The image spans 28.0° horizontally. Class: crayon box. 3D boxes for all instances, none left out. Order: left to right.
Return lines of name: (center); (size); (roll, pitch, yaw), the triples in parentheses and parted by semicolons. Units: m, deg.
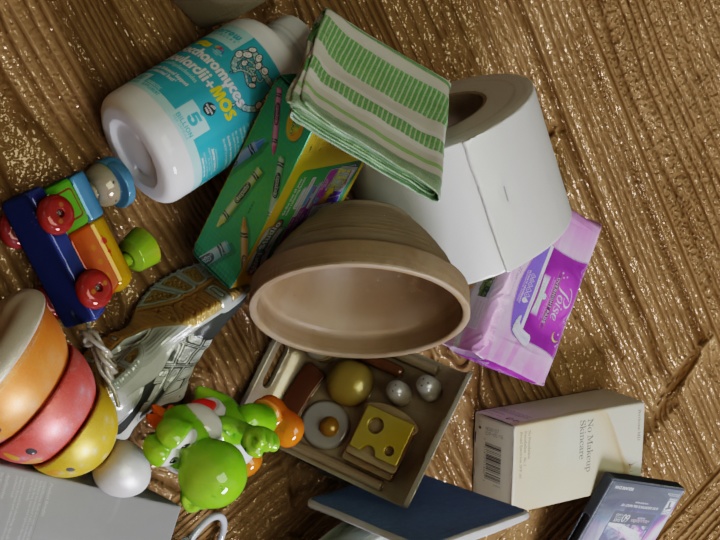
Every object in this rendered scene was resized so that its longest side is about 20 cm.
crayon box: (-0.061, -0.084, 1.315); (0.118, 0.058, 0.201); (-16, 142, -53)

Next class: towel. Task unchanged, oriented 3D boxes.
towel: (0.012, -0.150, 1.257); (0.152, 0.201, 0.023); (30, 121, -12)

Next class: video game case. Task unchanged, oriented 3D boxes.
video game case: (0.285, 0.327, 1.683); (0.142, 0.019, 0.201); (14, 108, -42)

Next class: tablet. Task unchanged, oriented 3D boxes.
tablet: (0.052, 0.229, 1.384); (0.129, 0.199, 0.014); (-12, 102, -33)

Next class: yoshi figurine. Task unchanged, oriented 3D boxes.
yoshi figurine: (-0.121, 0.169, 1.301); (0.200, 0.111, 0.113); (5, 92, -68)

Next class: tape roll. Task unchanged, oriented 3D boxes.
tape roll: (0.093, -0.090, 1.417); (0.202, 0.202, 0.140); (-32, 114, -27)

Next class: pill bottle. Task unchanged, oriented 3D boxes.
pill bottle: (-0.127, -0.155, 1.304); (0.200, 0.110, 0.111); (-37, 117, -26)

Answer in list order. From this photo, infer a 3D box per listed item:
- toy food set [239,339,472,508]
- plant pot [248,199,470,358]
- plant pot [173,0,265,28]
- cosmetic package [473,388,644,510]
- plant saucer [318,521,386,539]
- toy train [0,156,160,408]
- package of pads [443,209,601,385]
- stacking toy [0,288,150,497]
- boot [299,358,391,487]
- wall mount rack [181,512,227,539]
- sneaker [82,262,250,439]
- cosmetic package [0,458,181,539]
toy food set: (-0.008, 0.125, 1.397); (0.144, 0.199, 0.060); (-63, 158, -10)
plant pot: (0.000, 0.000, 1.312); (0.200, 0.200, 0.093); (23, 55, -36)
plant pot: (-0.102, -0.348, 1.251); (0.200, 0.177, 0.201); (45, 73, -32)
cosmetic package: (0.225, 0.202, 1.636); (0.199, 0.073, 0.104); (-7, 102, -34)
plant saucer: (-0.010, 0.292, 1.454); (0.199, 0.050, 0.200); (-33, 157, -16)
toy train: (-0.221, 0.006, 1.270); (0.116, 0.084, 0.201); (-36, 105, -41)
package of pads: (0.177, 0.014, 1.569); (0.120, 0.075, 0.201); (25, 83, -34)
stacking toy: (-0.253, 0.125, 1.218); (0.200, 0.146, 0.147); (41, 74, -22)
boot: (0.022, 0.140, 1.496); (0.131, 0.068, 0.201); (39, 80, -40)
wall mount rack: (-0.158, 0.342, 1.388); (0.201, 0.074, 0.174); (-55, 151, -14)
sneaker: (-0.179, 0.073, 1.339); (0.200, 0.075, 0.088); (-40, 136, -23)
cosmetic package: (-0.270, 0.229, 1.279); (0.199, 0.090, 0.108); (24, 83, -39)
